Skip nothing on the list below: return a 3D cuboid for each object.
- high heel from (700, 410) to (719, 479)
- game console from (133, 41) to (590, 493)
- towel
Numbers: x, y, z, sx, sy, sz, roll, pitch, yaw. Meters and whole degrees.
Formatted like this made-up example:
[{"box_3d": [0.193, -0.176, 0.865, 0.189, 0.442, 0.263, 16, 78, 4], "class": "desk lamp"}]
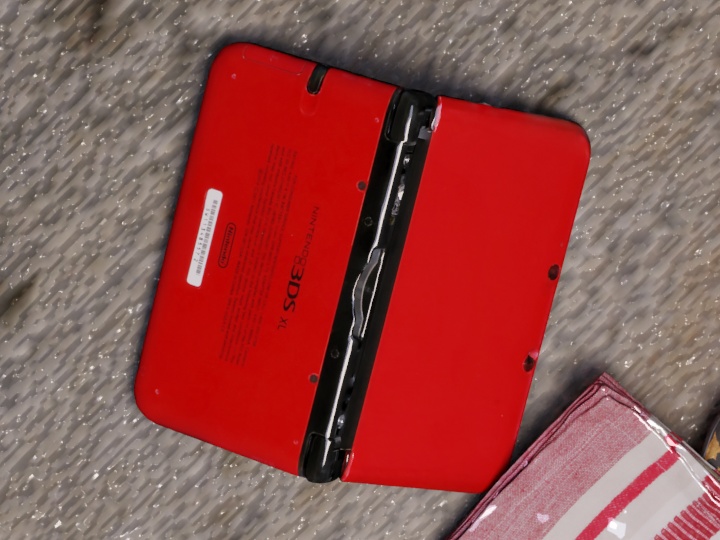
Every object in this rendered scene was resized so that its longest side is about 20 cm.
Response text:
[{"box_3d": [0.278, 0.116, 1.339, 0.200, 0.071, 0.143, 42, 103, -10], "class": "high heel"}, {"box_3d": [0.000, 0.000, 1.313, 0.172, 0.119, 0.201, 18, 99, 24], "class": "game console"}, {"box_3d": [0.151, 0.168, 1.326, 0.200, 0.023, 0.144, 41, 107, -1], "class": "towel"}]
